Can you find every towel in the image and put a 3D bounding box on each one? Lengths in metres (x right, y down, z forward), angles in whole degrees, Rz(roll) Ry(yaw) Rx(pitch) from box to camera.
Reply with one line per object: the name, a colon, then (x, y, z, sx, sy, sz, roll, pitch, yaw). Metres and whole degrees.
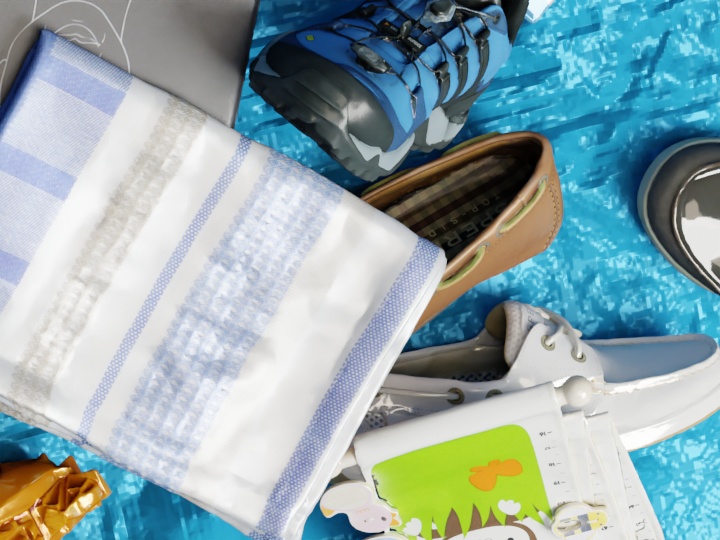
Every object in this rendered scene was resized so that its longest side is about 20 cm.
towel: (-0.076, 0.012, 1.047, 0.200, 0.024, 0.147, 29, 93, -21)

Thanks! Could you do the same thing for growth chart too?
growth chart: (0.071, 0.119, 1.187, 0.144, 0.018, 0.200, -23, 134, 11)

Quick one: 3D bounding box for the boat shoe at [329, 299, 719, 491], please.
boat shoe: (0.076, 0.048, 1.190, 0.199, 0.071, 0.070, -11, 107, -12)

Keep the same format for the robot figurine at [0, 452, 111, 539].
robot figurine: (-0.201, 0.117, 1.088, 0.200, 0.058, 0.145, -44, 118, -36)

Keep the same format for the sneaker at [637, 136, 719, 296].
sneaker: (0.225, 0.006, 1.205, 0.200, 0.106, 0.075, 30, 94, -21)

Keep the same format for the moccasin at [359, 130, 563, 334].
moccasin: (0.001, 0.001, 1.143, 0.201, 0.074, 0.078, -25, 153, -9)

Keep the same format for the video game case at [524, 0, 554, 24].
video game case: (0.087, -0.230, 1.152, 0.143, 0.018, 0.200, 38, 91, -22)

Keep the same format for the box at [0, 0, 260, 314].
box: (-0.129, -0.097, 1.072, 0.148, 0.107, 0.201, 9, 100, -19)

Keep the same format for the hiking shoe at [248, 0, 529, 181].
hiking shoe: (0.014, -0.095, 1.074, 0.074, 0.200, 0.087, 38, 107, 5)
